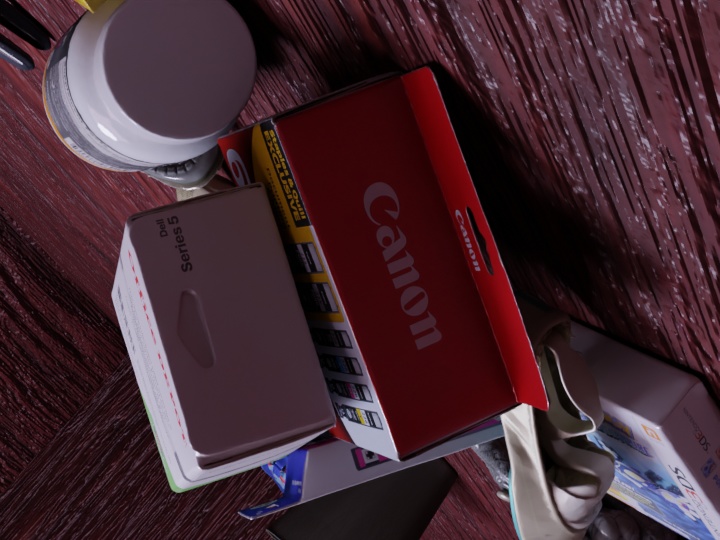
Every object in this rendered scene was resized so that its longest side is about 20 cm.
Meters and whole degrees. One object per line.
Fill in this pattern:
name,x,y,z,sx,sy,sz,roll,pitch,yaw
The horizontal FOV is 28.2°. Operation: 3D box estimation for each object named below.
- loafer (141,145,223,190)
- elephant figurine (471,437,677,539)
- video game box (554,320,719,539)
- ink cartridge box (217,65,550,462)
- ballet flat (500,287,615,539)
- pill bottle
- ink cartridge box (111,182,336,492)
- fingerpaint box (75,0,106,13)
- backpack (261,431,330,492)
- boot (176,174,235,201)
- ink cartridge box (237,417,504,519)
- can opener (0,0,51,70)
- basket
loafer,-0.166,-0.117,1.187,0.070,0.075,0.200,37,179,-44
elephant figurine,0.181,0.222,1.209,0.141,0.155,0.200,0,-166,-18
video game box,0.173,0.105,0.947,0.200,0.047,0.182,26,158,52
ink cartridge box,0.009,-0.003,0.809,0.200,0.084,0.176,69,163,-6
ballet flat,0.119,0.103,0.861,0.069,0.069,0.200,24,137,54
pill bottle,-0.138,-0.125,0.933,0.116,0.116,0.200,44,167,-15
ink cartridge box,-0.088,0.048,0.861,0.200,0.084,0.146,135,118,-73
fingerpaint box,-0.221,-0.260,0.809,0.167,0.073,0.200,34,166,30
backpack,-0.076,0.253,2.041,0.200,0.135,0.183,39,167,26
boot,-0.074,-0.003,1.264,0.200,0.073,0.155,51,165,-31
ink cartridge box,0.015,0.115,0.931,0.095,0.200,0.037,143,108,-78
can opener,-0.378,-0.258,1.331,0.200,0.063,0.079,44,167,-9
basket,0.012,0.292,1.737,0.180,0.200,0.136,47,166,-30
